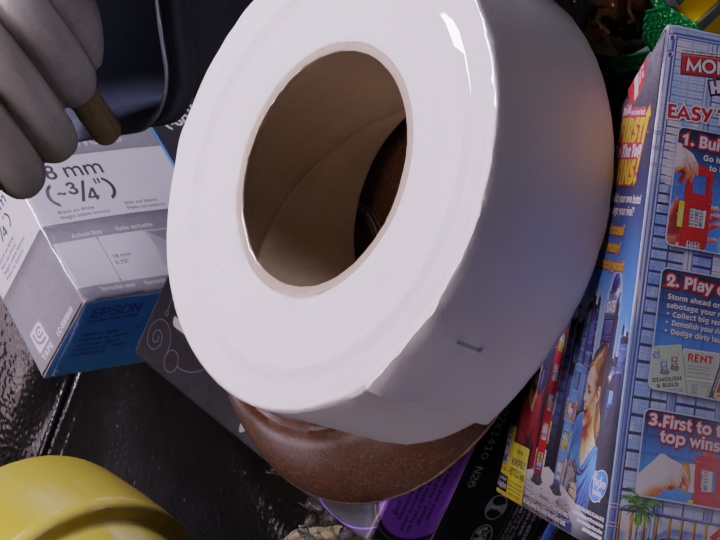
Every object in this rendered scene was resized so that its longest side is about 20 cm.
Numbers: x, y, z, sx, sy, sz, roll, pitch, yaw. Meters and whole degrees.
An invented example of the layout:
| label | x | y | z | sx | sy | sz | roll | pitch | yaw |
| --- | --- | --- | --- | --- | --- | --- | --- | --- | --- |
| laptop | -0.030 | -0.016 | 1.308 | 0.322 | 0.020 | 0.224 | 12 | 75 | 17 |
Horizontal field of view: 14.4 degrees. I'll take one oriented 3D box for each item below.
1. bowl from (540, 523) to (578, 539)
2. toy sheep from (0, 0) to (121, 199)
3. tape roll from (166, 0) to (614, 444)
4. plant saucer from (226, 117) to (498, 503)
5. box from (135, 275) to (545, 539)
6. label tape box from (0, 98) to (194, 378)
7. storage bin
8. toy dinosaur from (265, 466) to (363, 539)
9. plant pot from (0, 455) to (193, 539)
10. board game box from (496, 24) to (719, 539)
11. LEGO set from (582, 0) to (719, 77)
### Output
| label | x | y | z | sx | sy | sz | roll | pitch | yaw |
| --- | --- | --- | --- | --- | --- | --- | --- | --- | --- |
| bowl | 0.143 | 0.177 | 1.250 | 0.200 | 0.039 | 0.202 | 13 | 106 | 52 |
| toy sheep | -0.179 | -0.086 | 1.281 | 0.138 | 0.200 | 0.138 | 46 | 172 | 9 |
| tape roll | 0.009 | -0.033 | 1.166 | 0.202 | 0.071 | 0.204 | -19 | 63 | 43 |
| plant saucer | 0.000 | 0.000 | 1.246 | 0.199 | 0.034 | 0.202 | -15 | 67 | 40 |
| box | 0.006 | 0.037 | 1.329 | 0.200 | 0.106 | 0.123 | 35 | 104 | 45 |
| label tape box | -0.136 | -0.046 | 1.494 | 0.201 | 0.144 | 0.063 | 58 | 137 | 29 |
| storage bin | -0.077 | -0.171 | 1.366 | 0.145 | 0.134 | 0.202 | -4 | 94 | 53 |
| toy dinosaur | 0.002 | 0.122 | 1.381 | 0.048 | 0.088 | 0.200 | -58 | 24 | -12 |
| plant pot | -0.135 | 0.226 | 1.503 | 0.188 | 0.200 | 0.202 | 29 | 119 | 41 |
| board game box | 0.119 | 0.007 | 1.143 | 0.200 | 0.061 | 0.201 | -162 | 83 | -81 |
| LEGO set | 0.108 | -0.155 | 1.207 | 0.154 | 0.116 | 0.200 | 53 | 153 | -9 |
